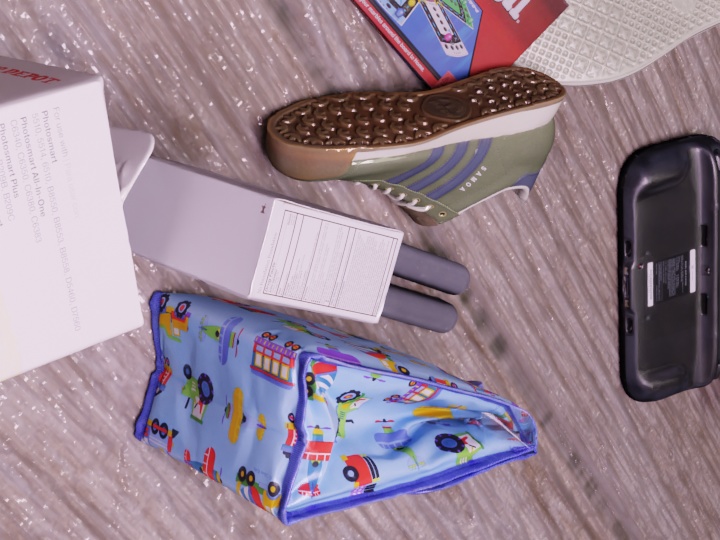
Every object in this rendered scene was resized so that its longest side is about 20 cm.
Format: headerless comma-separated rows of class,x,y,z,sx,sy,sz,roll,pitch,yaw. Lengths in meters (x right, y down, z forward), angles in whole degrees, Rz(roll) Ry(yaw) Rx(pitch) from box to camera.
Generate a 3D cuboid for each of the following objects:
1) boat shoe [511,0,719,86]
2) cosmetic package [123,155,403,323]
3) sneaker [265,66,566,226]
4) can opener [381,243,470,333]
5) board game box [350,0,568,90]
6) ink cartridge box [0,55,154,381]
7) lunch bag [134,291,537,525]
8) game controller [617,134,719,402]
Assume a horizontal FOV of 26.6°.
boat shoe,0.180,-0.174,1.031,0.199,0.062,0.075,-23,101,-18
cosmetic package,-0.077,-0.024,0.762,0.082,0.200,0.051,16,92,-41
sneaker,0.035,-0.062,0.934,0.199,0.067,0.090,-13,130,-26
can opener,0.000,0.000,0.922,0.200,0.067,0.054,18,91,-41
board game box,0.039,-0.190,0.916,0.103,0.019,0.200,-46,129,1
ink cartridge box,-0.201,-0.019,0.706,0.199,0.128,0.126,-21,115,-34
lunch bag,-0.004,0.071,0.882,0.199,0.150,0.095,1,101,-40
game controller,0.236,0.000,1.147,0.104,0.042,0.201,-12,109,-22
